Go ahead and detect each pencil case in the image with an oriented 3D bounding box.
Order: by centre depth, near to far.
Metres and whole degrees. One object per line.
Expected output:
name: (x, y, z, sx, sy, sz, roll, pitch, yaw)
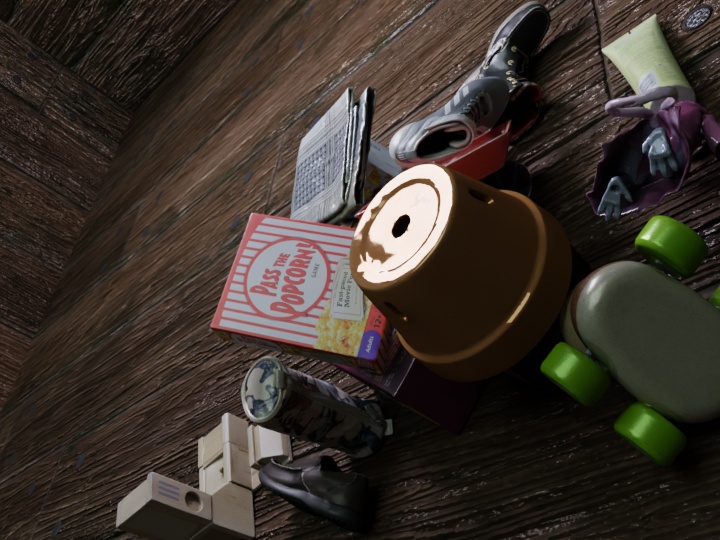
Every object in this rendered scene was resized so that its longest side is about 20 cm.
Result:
pencil case: (-0.053, 0.168, 0.931, 0.089, 0.200, 0.078, -30, 48, 30)

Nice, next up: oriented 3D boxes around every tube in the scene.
tube: (0.347, -0.245, 0.919, 0.201, 0.058, 0.052, -90, 2, -50)

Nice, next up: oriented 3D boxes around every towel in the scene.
towel: (-0.047, -0.144, 1.078, 0.200, 0.034, 0.194, -28, 49, 52)

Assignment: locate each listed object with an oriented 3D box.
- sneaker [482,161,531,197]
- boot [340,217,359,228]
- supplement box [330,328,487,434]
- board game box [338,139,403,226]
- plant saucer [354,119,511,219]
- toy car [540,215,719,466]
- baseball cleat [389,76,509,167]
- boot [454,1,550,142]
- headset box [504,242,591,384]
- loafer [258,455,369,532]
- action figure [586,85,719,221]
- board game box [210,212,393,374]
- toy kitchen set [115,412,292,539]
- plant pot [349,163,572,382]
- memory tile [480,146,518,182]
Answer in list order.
sneaker: (0.158, -0.052, 0.991, 0.200, 0.076, 0.077, -53, -9, 22)
boot: (0.000, 0.000, 0.961, 0.075, 0.074, 0.201, -2, 41, 19)
supplement box: (0.045, 0.112, 0.933, 0.086, 0.110, 0.200, -60, 29, -8)
board game box: (-0.029, -0.102, 1.198, 0.201, 0.104, 0.103, -57, 8, 26)
plant saucer: (0.103, -0.117, 0.952, 0.199, 0.037, 0.200, -28, 8, 18)
toy car: (0.248, 0.058, 0.711, 0.165, 0.157, 0.200, -52, 1, -1)
baseball cleat: (0.132, -0.183, 0.961, 0.200, 0.070, 0.106, -37, 23, -19)
boot: (0.223, -0.280, 1.103, 0.200, 0.073, 0.151, -50, 28, 18)
headset box: (0.148, 0.022, 0.860, 0.199, 0.075, 0.149, 26, 85, 42)
loafer: (-0.053, 0.270, 0.970, 0.199, 0.073, 0.072, 5, 58, 48)
action figure: (0.298, -0.130, 0.768, 0.133, 0.150, 0.200, -1, 27, 45)
board game box: (-0.053, 0.023, 0.879, 0.199, 0.046, 0.152, 9, 67, 17)
toy kitchen set: (-0.217, 0.265, 1.092, 0.163, 0.180, 0.201, -41, 37, 22)
plant pot: (0.083, -0.010, 0.751, 0.200, 0.140, 0.201, -33, 40, 33)
memory tile: (0.125, -0.128, 1.079, 0.153, 0.017, 0.200, -35, 17, -7)
